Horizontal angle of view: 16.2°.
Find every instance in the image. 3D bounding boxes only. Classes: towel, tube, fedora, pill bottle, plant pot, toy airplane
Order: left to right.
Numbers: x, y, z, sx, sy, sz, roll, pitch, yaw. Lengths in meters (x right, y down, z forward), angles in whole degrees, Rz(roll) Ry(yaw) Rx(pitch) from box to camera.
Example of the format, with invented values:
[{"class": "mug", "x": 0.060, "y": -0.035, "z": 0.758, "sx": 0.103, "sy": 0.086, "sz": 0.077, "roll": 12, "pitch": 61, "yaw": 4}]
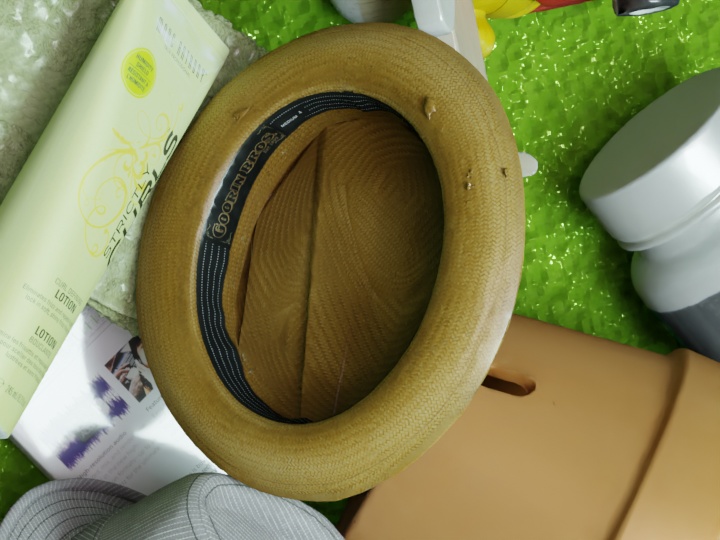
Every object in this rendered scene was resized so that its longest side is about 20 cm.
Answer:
[{"class": "tube", "x": -0.117, "y": -0.029, "z": 1.034, "sx": 0.052, "sy": 0.058, "sz": 0.200, "roll": 31, "pitch": 74, "yaw": -7}, {"class": "towel", "x": -0.120, "y": -0.064, "z": 1.080, "sx": 0.200, "sy": 0.036, "sz": 0.149, "roll": 28, "pitch": 80, "yaw": -32}, {"class": "fedora", "x": -0.051, "y": 0.151, "z": 1.053, "sx": 0.090, "sy": 0.177, "sz": 0.200, "roll": -37, "pitch": 99, "yaw": 26}, {"class": "fedora", "x": 0.000, "y": 0.000, "z": 1.054, "sx": 0.082, "sy": 0.200, "sz": 0.201, "roll": 23, "pitch": 83, "yaw": -55}, {"class": "toy airplane", "x": 0.035, "y": -0.140, "z": 1.129, "sx": 0.199, "sy": 0.141, "sz": 0.200, "roll": 49, "pitch": 46, "yaw": -31}, {"class": "plant pot", "x": 0.074, "y": 0.107, "z": 1.134, "sx": 0.140, "sy": 0.200, "sz": 0.200, "roll": 28, "pitch": 83, "yaw": -1}, {"class": "pill bottle", "x": 0.202, "y": 0.007, "z": 1.204, "sx": 0.113, "sy": 0.113, "sz": 0.200, "roll": -44, "pitch": 104, "yaw": -12}]

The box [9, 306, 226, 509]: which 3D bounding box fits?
[{"class": "box", "x": -0.117, "y": 0.015, "z": 1.139, "sx": 0.144, "sy": 0.036, "sz": 0.200, "roll": -45, "pitch": 106, "yaw": -12}]
